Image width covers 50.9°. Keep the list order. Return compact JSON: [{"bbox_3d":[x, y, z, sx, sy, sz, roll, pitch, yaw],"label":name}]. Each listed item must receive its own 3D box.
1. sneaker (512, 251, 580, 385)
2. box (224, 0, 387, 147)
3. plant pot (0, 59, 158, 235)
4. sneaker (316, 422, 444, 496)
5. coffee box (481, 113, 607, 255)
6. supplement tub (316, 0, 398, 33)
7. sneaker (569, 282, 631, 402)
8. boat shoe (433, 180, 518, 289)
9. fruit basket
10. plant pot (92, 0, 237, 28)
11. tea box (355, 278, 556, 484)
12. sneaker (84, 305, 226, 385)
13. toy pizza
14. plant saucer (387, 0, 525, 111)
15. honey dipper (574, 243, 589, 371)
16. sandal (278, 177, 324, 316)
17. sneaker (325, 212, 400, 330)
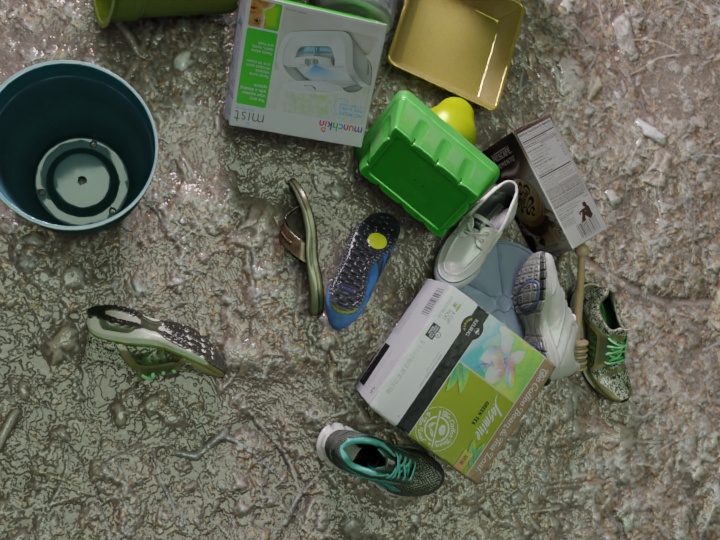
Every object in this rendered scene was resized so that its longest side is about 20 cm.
[{"bbox_3d":[0.291,0.072,1.168,0.086,0.074,0.204,-4,91,-28],"label":"sneaker"},{"bbox_3d":[-0.083,-0.285,1.077,0.197,0.097,0.179,7,110,-18],"label":"box"},{"bbox_3d":[-0.362,-0.134,0.963,0.197,0.188,0.204,2,82,-17],"label":"plant pot"},{"bbox_3d":[0.036,0.278,1.075,0.197,0.091,0.079,19,78,-13],"label":"sneaker"},{"bbox_3d":[0.288,-0.129,1.197,0.079,0.113,0.202,-28,90,-18],"label":"coffee box"},{"bbox_3d":[0.010,-0.470,1.156,0.121,0.122,0.203,15,78,-14],"label":"supplement tub"},{"bbox_3d":[0.397,0.114,1.208,0.076,0.089,0.203,-16,88,-18],"label":"sneaker"},{"bbox_3d":[0.177,-0.061,1.154,0.073,0.066,0.201,29,66,14],"label":"boat shoe"},{"bbox_3d":[0.109,-0.178,1.157,0.214,0.156,0.217,29,33,-21],"label":"fruit basket"},{"bbox_3d":[-0.262,-0.433,1.049,0.187,0.199,0.203,-4,83,-28],"label":"plant pot"},{"bbox_3d":[0.130,0.152,1.081,0.196,0.134,0.201,35,87,-10],"label":"tea box"},{"bbox_3d":[-0.280,0.116,1.021,0.198,0.077,0.090,21,104,-13],"label":"sneaker"},{"bbox_3d":[0.220,0.053,1.194,0.197,0.032,0.204,2,82,-15],"label":"toy pizza"},{"bbox_3d":[0.150,-0.376,1.224,0.197,0.048,0.203,21,77,-14],"label":"plant saucer"},{"bbox_3d":[0.343,0.058,1.195,0.037,0.038,0.203,-5,102,-17],"label":"honey dipper"},{"bbox_3d":[-0.089,-0.035,1.093,0.056,0.080,0.204,-7,85,-3],"label":"sandal"},{"bbox_3d":[0.000,0.000,1.127,0.065,0.079,0.202,24,57,6],"label":"sneaker"}]
